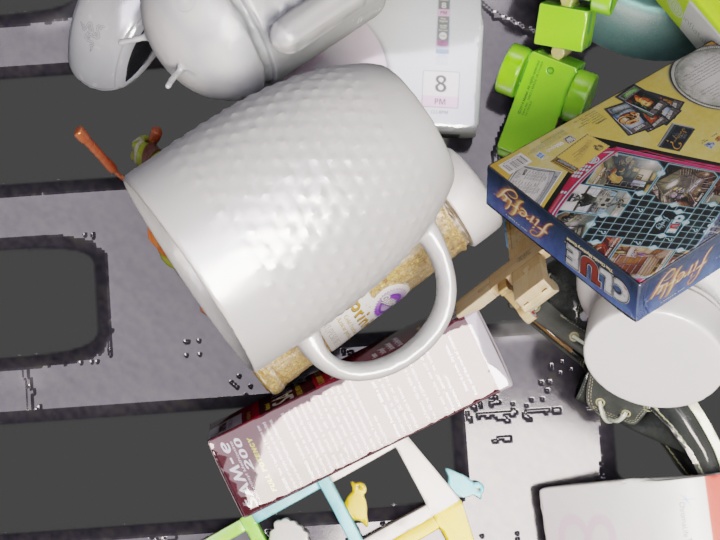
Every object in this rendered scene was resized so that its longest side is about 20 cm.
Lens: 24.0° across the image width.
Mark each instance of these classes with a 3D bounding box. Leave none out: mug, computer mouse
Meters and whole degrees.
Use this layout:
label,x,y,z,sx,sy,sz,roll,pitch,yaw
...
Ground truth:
label,x,y,z,sx,sy,sz,roll,pitch,yaw
mug,-0.022,-0.024,1.067,0.175,0.148,0.200,-34,96,-8
computer mouse,-0.148,-0.221,1.209,0.110,0.044,0.200,28,86,20

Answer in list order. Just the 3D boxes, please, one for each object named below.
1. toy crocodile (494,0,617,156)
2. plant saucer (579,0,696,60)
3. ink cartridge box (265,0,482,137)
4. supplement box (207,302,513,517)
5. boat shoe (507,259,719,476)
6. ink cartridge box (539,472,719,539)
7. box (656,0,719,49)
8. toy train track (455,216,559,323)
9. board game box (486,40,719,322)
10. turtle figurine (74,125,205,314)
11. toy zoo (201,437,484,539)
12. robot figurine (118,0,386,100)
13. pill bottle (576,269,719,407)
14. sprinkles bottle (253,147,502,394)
label,x,y,z,sx,sy,sz,roll,pitch,yaw
toy crocodile,0.144,-0.168,1.196,0.067,0.062,0.201,19,108,14
plant saucer,0.221,-0.254,1.230,0.199,0.036,0.201,0,84,-1
ink cartridge box,0.006,-0.198,1.211,0.162,0.057,0.201,2,90,0
supplement box,-0.003,0.092,1.159,0.200,0.109,0.061,-27,93,-3
boat shoe,0.182,0.080,1.181,0.068,0.072,0.200,-36,78,-8
ink cartridge box,0.217,0.216,1.123,0.057,0.200,0.163,-3,83,-42
box,0.293,-0.174,1.154,0.122,0.048,0.200,-32,72,-10
toy train track,0.117,-0.014,1.134,0.115,0.200,0.033,-38,106,16
board game box,0.197,-0.061,1.060,0.200,0.035,0.135,-29,51,-25
turtle figurine,-0.090,-0.054,1.163,0.161,0.064,0.200,-38,101,12
toy zoo,0.000,0.201,1.195,0.200,0.020,0.131,-28,86,-2
robot figurine,-0.062,-0.188,1.124,0.200,0.170,0.113,-34,123,-13
pill bottle,0.206,-0.012,1.121,0.119,0.120,0.200,19,48,1
sprinkles bottle,0.000,0.000,1.156,0.200,0.068,0.068,-37,86,-4
